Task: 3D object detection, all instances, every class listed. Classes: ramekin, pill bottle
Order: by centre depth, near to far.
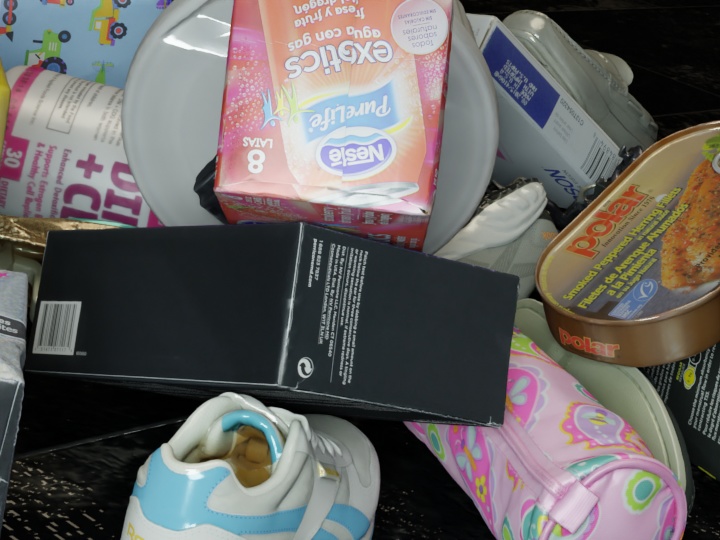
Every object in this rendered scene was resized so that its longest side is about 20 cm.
[{"bbox_3d":[-0.024,-0.096,1.118,0.202,0.203,0.094,11,37,-3],"label":"ramekin"},{"bbox_3d":[-0.126,-0.047,1.245,0.200,0.114,0.113,14,18,4],"label":"pill bottle"}]

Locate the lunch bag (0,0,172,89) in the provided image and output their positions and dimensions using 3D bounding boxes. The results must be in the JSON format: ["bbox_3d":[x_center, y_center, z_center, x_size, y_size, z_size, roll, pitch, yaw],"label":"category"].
[{"bbox_3d":[-0.216,-0.130,1.369,0.200,0.151,0.094,8,19,-11],"label":"lunch bag"}]

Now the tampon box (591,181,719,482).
[{"bbox_3d":[0.238,0.038,1.207,0.150,0.126,0.200,-2,23,-32],"label":"tampon box"}]

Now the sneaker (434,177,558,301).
[{"bbox_3d":[0.048,0.018,1.198,0.200,0.079,0.074,-31,4,-32],"label":"sneaker"}]

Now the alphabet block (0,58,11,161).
[{"bbox_3d":[-0.277,-0.030,0.962,0.196,0.200,0.195,6,19,-18],"label":"alphabet block"}]

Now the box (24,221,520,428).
[{"bbox_3d":[-0.045,0.026,0.998,0.141,0.079,0.200,17,-11,-41],"label":"box"}]

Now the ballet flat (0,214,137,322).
[{"bbox_3d":[-0.194,0.003,1.164,0.200,0.071,0.065,9,46,-3],"label":"ballet flat"}]

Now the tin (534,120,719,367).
[{"bbox_3d":[0.175,-0.017,1.119,0.112,0.042,0.200,18,45,36],"label":"tin"}]

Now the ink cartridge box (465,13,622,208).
[{"bbox_3d":[0.063,-0.110,1.396,0.200,0.043,0.196,12,-20,45],"label":"ink cartridge box"}]

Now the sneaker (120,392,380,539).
[{"bbox_3d":[-0.040,0.095,0.937,0.076,0.081,0.200,16,17,17],"label":"sneaker"}]

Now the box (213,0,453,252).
[{"bbox_3d":[-0.011,-0.064,0.952,0.095,0.100,0.200,6,-6,1],"label":"box"}]

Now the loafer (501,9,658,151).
[{"bbox_3d":[0.150,-0.123,1.417,0.070,0.070,0.200,17,-18,34],"label":"loafer"}]

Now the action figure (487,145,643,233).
[{"bbox_3d":[0.091,-0.014,1.321,0.200,0.102,0.119,-12,25,10],"label":"action figure"}]

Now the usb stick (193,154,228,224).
[{"bbox_3d":[0.000,0.000,1.107,0.200,0.055,0.033,37,32,-21],"label":"usb stick"}]

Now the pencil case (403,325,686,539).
[{"bbox_3d":[0.082,0.086,1.027,0.087,0.088,0.200,4,22,-24],"label":"pencil case"}]

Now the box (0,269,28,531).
[{"bbox_3d":[-0.240,0.060,0.828,0.200,0.132,0.115,9,20,-12],"label":"box"}]

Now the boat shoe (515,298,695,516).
[{"bbox_3d":[0.133,0.084,1.104,0.066,0.075,0.199,28,8,-32],"label":"boat shoe"}]
